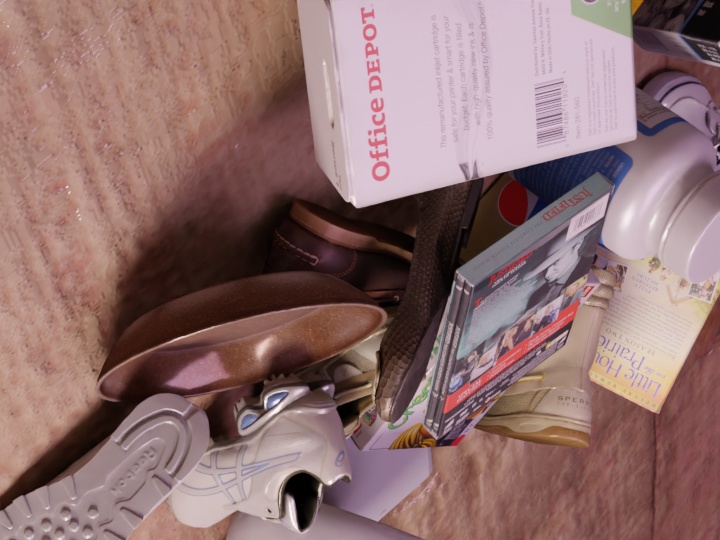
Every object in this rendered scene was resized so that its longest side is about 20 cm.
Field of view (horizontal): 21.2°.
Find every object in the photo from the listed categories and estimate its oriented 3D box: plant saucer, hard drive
[{"bbox_3d":[-0.082,0.041,1.276,0.199,0.037,0.200,-15,165,-4],"label":"plant saucer"},{"bbox_3d":[0.004,0.153,1.623,0.132,0.026,0.200,-39,150,-21],"label":"hard drive"}]

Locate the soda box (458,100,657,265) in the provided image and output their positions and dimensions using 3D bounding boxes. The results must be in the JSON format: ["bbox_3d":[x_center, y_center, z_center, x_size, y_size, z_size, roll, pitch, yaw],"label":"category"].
[{"bbox_3d":[0.161,-0.066,1.552,0.200,0.064,0.068,-49,152,-5],"label":"soda box"}]

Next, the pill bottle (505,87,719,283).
[{"bbox_3d":[0.195,-0.078,1.443,0.112,0.200,0.112,-35,149,-26],"label":"pill bottle"}]

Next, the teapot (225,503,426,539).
[{"bbox_3d":[-0.025,0.265,1.512,0.200,0.197,0.147,164,-54,-72],"label":"teapot"}]

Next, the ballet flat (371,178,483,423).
[{"bbox_3d":[0.039,0.013,1.336,0.067,0.046,0.201,93,15,-65],"label":"ballet flat"}]

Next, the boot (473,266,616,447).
[{"bbox_3d":[0.142,0.065,1.628,0.072,0.200,0.156,14,84,-23],"label":"boot"}]

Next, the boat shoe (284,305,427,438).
[{"bbox_3d":[-0.016,0.098,1.431,0.073,0.063,0.201,-6,154,-39],"label":"boat shoe"}]

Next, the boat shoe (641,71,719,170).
[{"bbox_3d":[0.302,-0.119,1.689,0.074,0.067,0.200,-56,151,9],"label":"boat shoe"}]

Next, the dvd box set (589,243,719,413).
[{"bbox_3d":[0.235,0.004,1.648,0.201,0.146,0.029,-67,171,20],"label":"dvd box set"}]

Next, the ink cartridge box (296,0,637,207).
[{"bbox_3d":[0.066,-0.138,1.200,0.199,0.084,0.147,-13,117,-15],"label":"ink cartridge box"}]

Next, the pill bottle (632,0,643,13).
[{"bbox_3d":[0.130,-0.188,1.315,0.200,0.109,0.109,-55,152,8],"label":"pill bottle"}]

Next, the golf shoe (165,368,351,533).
[{"bbox_3d":[-0.076,0.157,1.400,0.078,0.098,0.200,-9,155,-39],"label":"golf shoe"}]

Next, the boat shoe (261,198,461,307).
[{"bbox_3d":[0.000,0.000,1.392,0.200,0.070,0.071,15,104,-50],"label":"boat shoe"}]

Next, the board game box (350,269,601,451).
[{"bbox_3d":[0.088,0.065,1.523,0.126,0.035,0.200,2,134,-49],"label":"board game box"}]

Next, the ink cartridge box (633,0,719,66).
[{"bbox_3d":[0.301,-0.243,1.440,0.043,0.198,0.200,40,89,-18],"label":"ink cartridge box"}]

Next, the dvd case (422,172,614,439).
[{"bbox_3d":[0.114,0.029,1.413,0.146,0.022,0.200,-34,155,-26],"label":"dvd case"}]

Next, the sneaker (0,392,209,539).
[{"bbox_3d":[-0.183,0.164,1.323,0.200,0.077,0.081,-37,180,-6],"label":"sneaker"}]
